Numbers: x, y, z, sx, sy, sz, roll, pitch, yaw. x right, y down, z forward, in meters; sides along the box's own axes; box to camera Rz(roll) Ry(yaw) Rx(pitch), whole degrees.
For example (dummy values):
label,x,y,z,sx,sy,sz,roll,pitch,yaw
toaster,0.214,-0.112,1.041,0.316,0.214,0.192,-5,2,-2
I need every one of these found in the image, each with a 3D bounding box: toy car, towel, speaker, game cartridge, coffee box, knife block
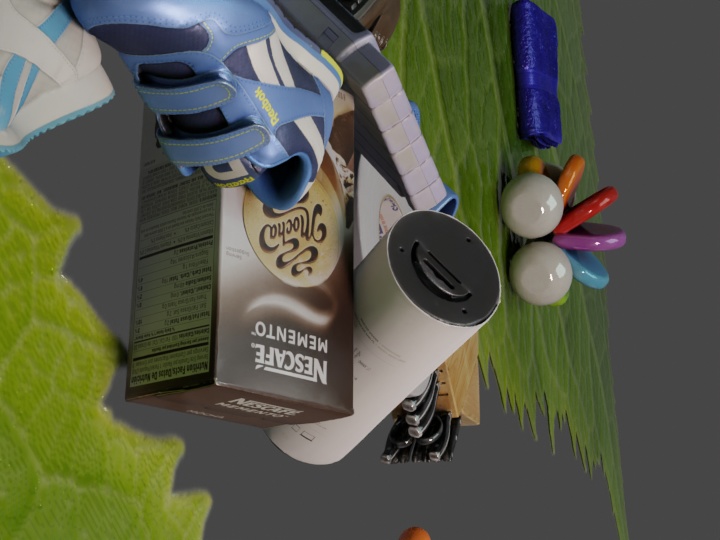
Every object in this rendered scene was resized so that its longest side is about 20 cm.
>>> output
label,x,y,z,sx,sy,sz,roll,pitch,yaw
toy car,0.272,-0.054,1.687,0.175,0.148,0.203,-36,119,-68
towel,0.258,-0.282,1.864,0.147,0.049,0.203,3,82,-72
speaker,0.006,0.048,0.818,0.200,0.080,0.082,-50,-148,47
game cartridge,-0.017,-0.139,0.877,0.200,0.038,0.130,50,-12,41
coffee box,-0.066,-0.017,0.753,0.112,0.079,0.203,18,66,-46
knife block,0.056,0.077,1.154,0.176,0.063,0.203,43,45,-64

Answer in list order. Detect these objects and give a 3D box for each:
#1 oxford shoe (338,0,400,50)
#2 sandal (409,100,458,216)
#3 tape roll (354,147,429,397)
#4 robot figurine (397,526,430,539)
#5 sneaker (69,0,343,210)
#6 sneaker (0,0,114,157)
label,x,y,z,sx,sy,sz,roll,pitch,yaw
oxford shoe,0.001,-0.211,1.061,0.200,0.072,0.085,-60,142,-59
sandal,0.049,-0.058,1.140,0.079,0.086,0.203,38,47,-62
tape roll,0.000,0.000,0.986,0.200,0.065,0.203,-10,90,-75
robot figurine,0.033,0.284,0.959,0.145,0.116,0.200,56,22,0
sneaker,-0.069,-0.089,0.632,0.199,0.073,0.083,25,72,-59
sneaker,-0.172,-0.084,0.536,0.200,0.076,0.082,-65,138,-68
